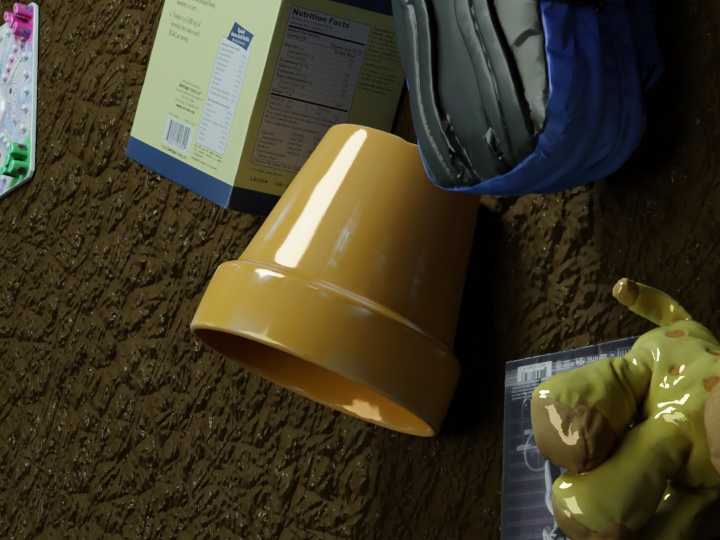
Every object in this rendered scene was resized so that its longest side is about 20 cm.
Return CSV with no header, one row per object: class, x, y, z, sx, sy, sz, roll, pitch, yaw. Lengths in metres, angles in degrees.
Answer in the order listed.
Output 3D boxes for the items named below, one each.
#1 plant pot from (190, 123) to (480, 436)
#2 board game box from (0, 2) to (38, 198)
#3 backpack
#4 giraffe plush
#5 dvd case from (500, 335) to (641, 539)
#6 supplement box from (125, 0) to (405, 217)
plant pot,0.000,0.000,1.671,0.200,0.200,0.184,6,70,57
board game box,-0.411,-0.170,2.463,0.200,0.026,0.201,-24,61,52
backpack,0.123,-0.152,1.529,0.162,0.167,0.201,-24,67,54
giraffe plush,0.224,0.094,1.353,0.162,0.173,0.200,-6,42,45
dvd case,0.148,0.153,1.542,0.148,0.016,0.201,-15,68,53
supplement box,-0.074,-0.157,1.854,0.200,0.134,0.201,27,104,56
